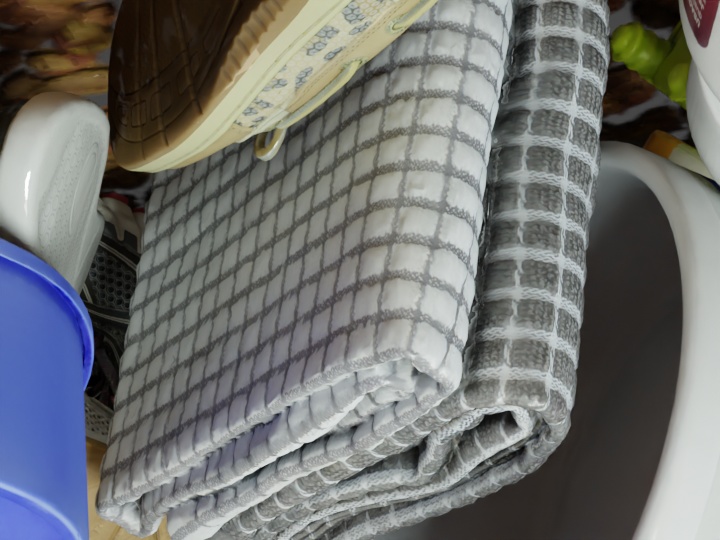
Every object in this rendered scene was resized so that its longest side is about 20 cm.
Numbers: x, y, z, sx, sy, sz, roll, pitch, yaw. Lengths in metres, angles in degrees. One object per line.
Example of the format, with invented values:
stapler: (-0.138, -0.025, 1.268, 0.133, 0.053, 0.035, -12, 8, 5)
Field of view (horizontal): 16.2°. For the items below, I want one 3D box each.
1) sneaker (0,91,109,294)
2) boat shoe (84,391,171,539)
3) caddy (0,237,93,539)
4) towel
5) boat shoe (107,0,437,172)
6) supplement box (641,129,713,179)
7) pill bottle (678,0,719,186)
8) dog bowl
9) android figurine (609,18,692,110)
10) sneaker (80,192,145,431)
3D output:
sneaker: (-0.134, -0.022, 0.792, 0.099, 0.071, 0.200, 20, 168, -3)
boat shoe: (-0.136, 0.056, 0.866, 0.200, 0.069, 0.071, 32, 96, -31)
caddy: (-0.162, 0.033, 0.692, 0.141, 0.105, 0.200, -29, 142, 28)
towel: (0.000, 0.000, 0.799, 0.085, 0.166, 0.200, 20, 150, -24)
boat shoe: (-0.014, -0.079, 0.727, 0.062, 0.074, 0.200, 6, 159, -30)
supplement box: (0.183, 0.040, 0.888, 0.074, 0.200, 0.126, -59, 149, 8)
pill bottle: (0.141, -0.092, 0.661, 0.109, 0.110, 0.200, -6, 154, -3)
dog bowl: (0.074, 0.067, 0.776, 0.079, 0.201, 0.200, 21, 150, -22)
android figurine: (0.169, -0.029, 0.842, 0.200, 0.041, 0.182, 27, -170, -28)
sneaker: (-0.083, 0.046, 0.957, 0.080, 0.075, 0.200, -22, 119, 40)
